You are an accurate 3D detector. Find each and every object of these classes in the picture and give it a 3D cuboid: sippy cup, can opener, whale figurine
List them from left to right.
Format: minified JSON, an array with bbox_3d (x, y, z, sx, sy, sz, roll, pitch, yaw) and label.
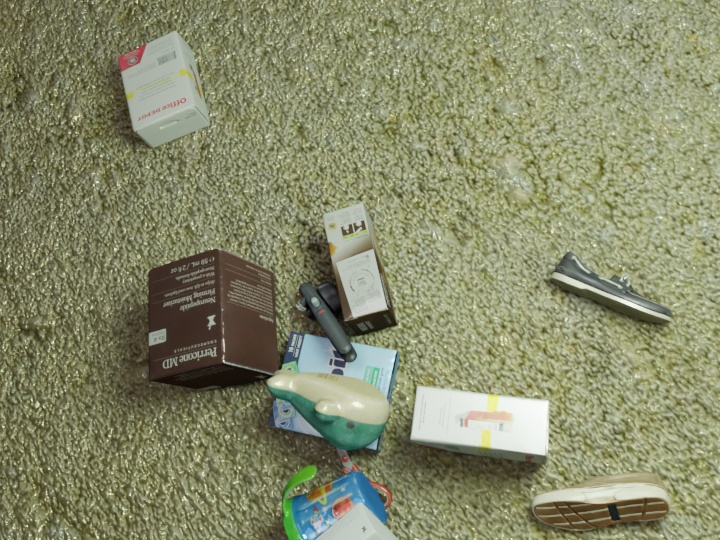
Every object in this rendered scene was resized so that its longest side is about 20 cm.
[{"bbox_3d":[-0.056,0.221,1.106,0.199,0.159,0.104,16,96,2],"label":"whale figurine"},{"bbox_3d":[-0.058,0.083,1.209,0.078,0.063,0.200,-37,40,4],"label":"can opener"},{"bbox_3d":[-0.033,0.389,1.090,0.130,0.178,0.140,-34,52,6],"label":"sippy cup"}]

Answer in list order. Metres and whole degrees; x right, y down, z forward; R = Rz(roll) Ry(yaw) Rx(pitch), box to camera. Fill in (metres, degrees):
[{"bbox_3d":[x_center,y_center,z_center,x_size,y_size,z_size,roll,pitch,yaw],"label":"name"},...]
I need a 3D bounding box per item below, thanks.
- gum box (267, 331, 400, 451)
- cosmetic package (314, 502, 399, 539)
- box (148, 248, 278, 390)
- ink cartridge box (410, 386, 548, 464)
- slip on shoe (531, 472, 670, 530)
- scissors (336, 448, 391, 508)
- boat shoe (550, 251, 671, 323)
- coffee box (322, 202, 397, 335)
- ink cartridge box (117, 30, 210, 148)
[{"bbox_3d":[-0.045,0.208,1.208,0.199,0.045,0.171,8,75,16],"label":"gum box"},{"bbox_3d":[0.026,0.448,1.030,0.101,0.200,0.074,-38,27,-3],"label":"cosmetic package"},{"bbox_3d":[-0.257,0.092,1.217,0.165,0.164,0.201,-15,68,23],"label":"box"},{"bbox_3d":[0.190,0.241,1.077,0.199,0.145,0.084,4,72,15],"label":"ink cartridge box"},{"bbox_3d":[0.363,0.345,1.057,0.199,0.076,0.061,-14,30,18],"label":"slip on shoe"},{"bbox_3d":[-0.025,0.327,1.150,0.073,0.014,0.200,-41,82,16],"label":"scissors"},{"bbox_3d":[0.417,0.026,1.138,0.199,0.073,0.063,24,82,24],"label":"boat shoe"},{"bbox_3d":[0.000,0.000,1.227,0.079,0.114,0.201,-16,69,8],"label":"coffee box"},{"bbox_3d":[-0.417,-0.382,1.471,0.144,0.083,0.201,-20,69,7],"label":"ink cartridge box"}]
